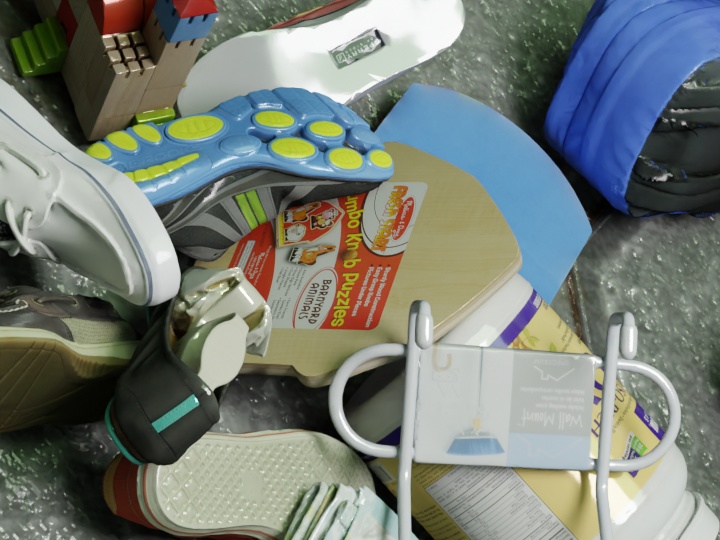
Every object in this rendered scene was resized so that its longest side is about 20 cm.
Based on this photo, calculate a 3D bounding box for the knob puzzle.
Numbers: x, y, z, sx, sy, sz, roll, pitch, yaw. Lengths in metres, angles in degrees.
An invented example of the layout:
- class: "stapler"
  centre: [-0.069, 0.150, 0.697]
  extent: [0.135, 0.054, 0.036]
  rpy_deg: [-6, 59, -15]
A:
- class: "knob puzzle"
  centre: [0.000, 0.000, 1.425]
  extent: [0.220, 0.219, 0.030]
  rpy_deg: [-69, 151, -42]

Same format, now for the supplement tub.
- class: "supplement tub"
  centre: [0.101, 0.116, 1.434]
  extent: [0.200, 0.145, 0.145]
  rpy_deg: [47, 44, -4]

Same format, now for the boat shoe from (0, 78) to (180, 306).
- class: "boat shoe"
  centre: [-0.179, -0.035, 1.327]
  extent: [0.065, 0.074, 0.200]
  rpy_deg: [-28, 47, -32]

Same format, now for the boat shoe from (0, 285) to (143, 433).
- class: "boat shoe"
  centre: [-0.180, 0.043, 1.289]
  extent: [0.066, 0.072, 0.201]
  rpy_deg: [51, 19, 22]

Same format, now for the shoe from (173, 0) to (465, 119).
- class: "shoe"
  centre: [-0.033, -0.129, 1.541]
  extent: [0.200, 0.091, 0.072]
  rpy_deg: [-25, 94, -16]

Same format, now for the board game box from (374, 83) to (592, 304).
- class: "board game box"
  centre: [0.062, -0.032, 1.577]
  extent: [0.158, 0.039, 0.200]
  rpy_deg: [40, 40, -4]

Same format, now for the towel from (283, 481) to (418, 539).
- class: "towel"
  centre: [0.011, 0.237, 1.331]
  extent: [0.200, 0.048, 0.171]
  rpy_deg: [49, 46, -24]

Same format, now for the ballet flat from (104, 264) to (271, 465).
- class: "ballet flat"
  centre: [-0.084, 0.041, 1.308]
  extent: [0.068, 0.068, 0.200]
  rpy_deg: [51, 20, -18]

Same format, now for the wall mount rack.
- class: "wall mount rack"
  centre: [0.082, 0.106, 1.322]
  extent: [0.200, 0.075, 0.174]
  rpy_deg: [3, 91, -5]

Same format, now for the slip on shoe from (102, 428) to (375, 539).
- class: "slip on shoe"
  centre: [-0.063, 0.124, 1.356]
  extent: [0.200, 0.061, 0.074]
  rpy_deg: [12, 79, -47]

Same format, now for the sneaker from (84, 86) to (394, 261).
- class: "sneaker"
  centre: [-0.077, -0.053, 1.424]
  extent: [0.199, 0.083, 0.071]
  rpy_deg: [-13, 55, -21]

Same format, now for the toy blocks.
- class: "toy blocks"
  centre: [-0.146, -0.178, 1.414]
  extent: [0.100, 0.137, 0.200]
  rpy_deg: [-12, 67, -27]

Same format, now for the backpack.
- class: "backpack"
  centre: [0.219, -0.125, 1.682]
  extent: [0.200, 0.163, 0.168]
  rpy_deg: [-15, 44, -43]
